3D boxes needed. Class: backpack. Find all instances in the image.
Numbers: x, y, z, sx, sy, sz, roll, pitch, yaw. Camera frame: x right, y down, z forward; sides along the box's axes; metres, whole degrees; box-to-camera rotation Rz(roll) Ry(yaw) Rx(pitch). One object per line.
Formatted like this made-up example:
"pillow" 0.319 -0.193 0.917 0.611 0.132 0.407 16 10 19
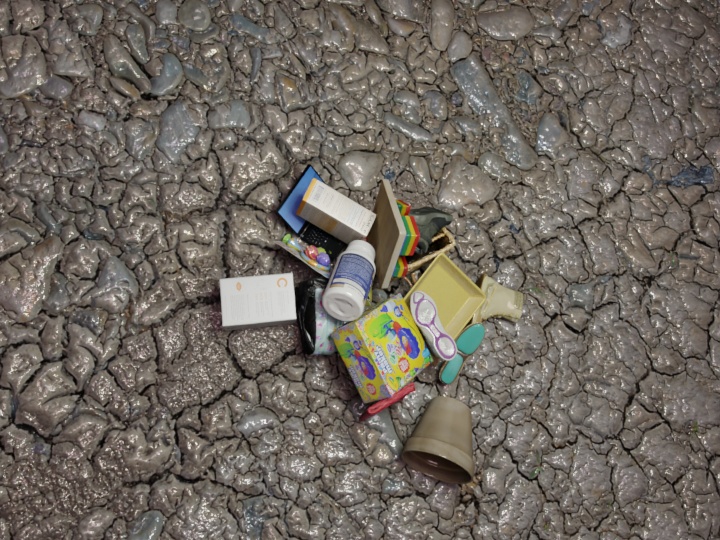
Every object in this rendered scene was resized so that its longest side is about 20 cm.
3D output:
"backpack" -0.107 0.126 1.475 0.123 0.167 0.207 -3 84 -17

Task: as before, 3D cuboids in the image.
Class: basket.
"basket" 0.151 -0.080 1.572 0.196 0.149 0.146 -24 83 -14

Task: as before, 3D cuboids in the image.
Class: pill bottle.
"pill bottle" -0.022 0.020 1.405 0.109 0.112 0.203 24 48 -5

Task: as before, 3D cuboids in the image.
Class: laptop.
"laptop" -0.109 -0.167 1.558 0.197 0.104 0.179 31 74 11

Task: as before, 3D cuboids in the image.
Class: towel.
"towel" 0.068 0.352 1.434 0.142 0.201 0.023 -26 74 -15

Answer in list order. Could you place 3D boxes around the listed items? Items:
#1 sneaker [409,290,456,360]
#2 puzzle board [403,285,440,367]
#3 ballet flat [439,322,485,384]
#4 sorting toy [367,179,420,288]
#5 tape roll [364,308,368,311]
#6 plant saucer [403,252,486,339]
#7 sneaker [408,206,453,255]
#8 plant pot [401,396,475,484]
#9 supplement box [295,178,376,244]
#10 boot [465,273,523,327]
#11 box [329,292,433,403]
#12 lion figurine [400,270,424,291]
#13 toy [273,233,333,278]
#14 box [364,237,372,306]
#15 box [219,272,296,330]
"sneaker" 0.184 0.155 1.476 0.073 0.100 0.204 -24 81 -13
"puzzle board" 0.189 0.154 1.577 0.201 0.017 0.150 49 57 -2
"ballet flat" 0.285 0.230 1.555 0.070 0.065 0.202 36 94 2
"sorting toy" 0.086 -0.095 1.430 0.067 0.203 0.202 -1 48 -16
"tape roll" 0.051 0.207 1.547 0.196 0.037 0.209 2 78 -11
"plant saucer" 0.225 0.086 1.535 0.199 0.048 0.201 41 89 -15
"sneaker" 0.183 -0.113 1.512 0.075 0.117 0.197 26 26 32
"plant pot" 0.226 0.447 1.467 0.196 0.201 0.176 27 58 -4
"supplement box" -0.068 -0.154 1.487 0.197 0.126 0.075 30 72 -9
"boot" 0.397 0.132 1.618 0.152 0.073 0.205 23 72 -7
"box" 0.057 0.202 1.423 0.191 0.121 0.204 -29 91 -43
"lion figurine" 0.214 0.054 1.588 0.194 0.072 0.126 -12 93 -17
"toy" -0.131 -0.046 1.489 0.197 0.114 0.048 30 103 22
"box" 0.000 0.000 1.540 0.073 0.050 0.205 0 61 12
"box" -0.276 0.085 1.476 0.194 0.098 0.128 -4 78 -12
